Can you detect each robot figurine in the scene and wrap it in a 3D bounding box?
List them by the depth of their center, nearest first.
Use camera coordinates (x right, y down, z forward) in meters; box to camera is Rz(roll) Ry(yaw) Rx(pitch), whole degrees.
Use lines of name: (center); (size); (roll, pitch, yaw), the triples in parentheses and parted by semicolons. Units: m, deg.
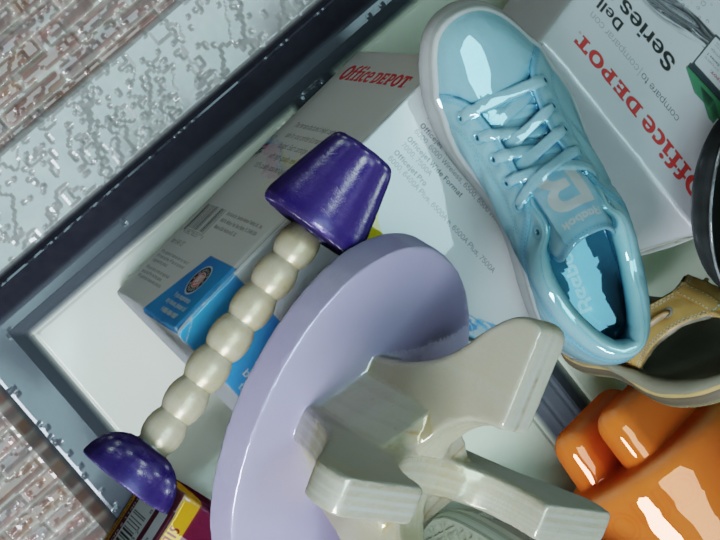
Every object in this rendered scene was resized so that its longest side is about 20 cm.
robot figurine: (0.198, 0.155, 1.311); (0.144, 0.117, 0.200); (-37, 92, 8)

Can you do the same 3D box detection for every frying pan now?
frying pan: (0.226, -0.048, 1.231); (0.190, 0.031, 0.115); (-24, 116, -52)

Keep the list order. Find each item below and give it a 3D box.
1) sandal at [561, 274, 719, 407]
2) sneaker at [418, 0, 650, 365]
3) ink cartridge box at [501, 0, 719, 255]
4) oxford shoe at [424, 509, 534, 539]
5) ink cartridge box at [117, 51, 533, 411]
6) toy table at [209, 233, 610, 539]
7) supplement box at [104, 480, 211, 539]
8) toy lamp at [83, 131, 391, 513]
sandal: (0.171, 0.029, 1.259); (0.080, 0.200, 0.054); (-33, 113, -24)
sneaker: (0.097, -0.044, 1.133); (0.074, 0.082, 0.200); (-32, 104, -13)
ink cartridge box: (0.163, -0.125, 1.263); (0.146, 0.084, 0.200); (48, 57, -18)
oxford shoe: (0.119, 0.190, 1.279); (0.058, 0.200, 0.075); (-6, 119, -45)
ink cartridge box: (0.000, 0.000, 1.228); (0.200, 0.147, 0.145); (-45, 107, -7)
toy table: (0.020, 0.095, 1.090); (0.183, 0.117, 0.201); (-2, 112, -40)
supplement box: (-0.056, 0.211, 1.269); (0.200, 0.086, 0.111); (34, 86, -19)
toy lamp: (-0.056, 0.021, 1.107); (0.058, 0.058, 0.200); (39, 85, -18)
